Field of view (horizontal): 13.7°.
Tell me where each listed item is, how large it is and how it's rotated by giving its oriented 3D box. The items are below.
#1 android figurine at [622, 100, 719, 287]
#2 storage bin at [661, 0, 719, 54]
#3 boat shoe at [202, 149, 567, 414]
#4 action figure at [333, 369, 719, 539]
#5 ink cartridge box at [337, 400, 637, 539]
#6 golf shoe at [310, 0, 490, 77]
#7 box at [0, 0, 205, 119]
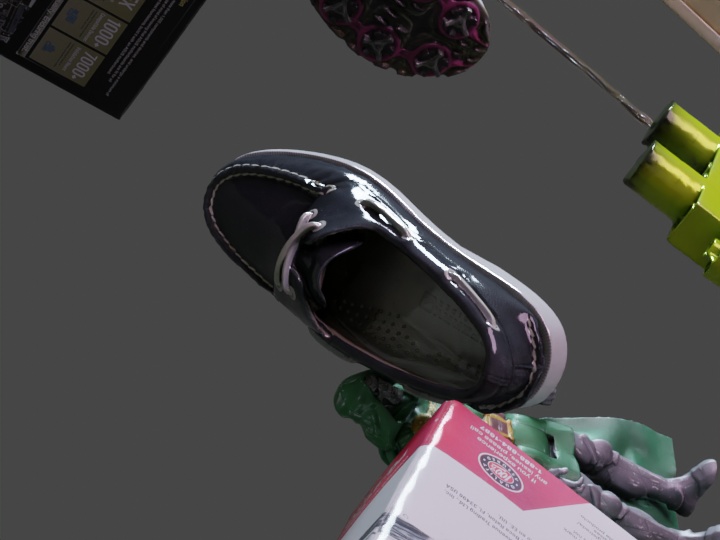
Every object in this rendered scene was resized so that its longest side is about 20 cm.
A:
[{"bbox_3d":[0.244,-0.017,1.720,0.200,0.041,0.182,37,29,-1],"label":"android figurine"},{"bbox_3d":[0.226,-0.260,1.989,0.200,0.094,0.198,43,28,8],"label":"storage bin"},{"bbox_3d":[0.000,0.000,1.336,0.199,0.076,0.060,25,14,30],"label":"boat shoe"},{"bbox_3d":[0.075,0.087,1.371,0.199,0.055,0.118,19,37,-24],"label":"action figure"},{"bbox_3d":[0.047,0.162,1.193,0.145,0.084,0.200,38,28,-2],"label":"ink cartridge box"},{"bbox_3d":[-0.013,-0.179,1.619,0.200,0.073,0.092,31,28,-14],"label":"golf shoe"},{"bbox_3d":[-0.126,-0.198,1.383,0.163,0.200,0.086,28,31,-18],"label":"box"}]
